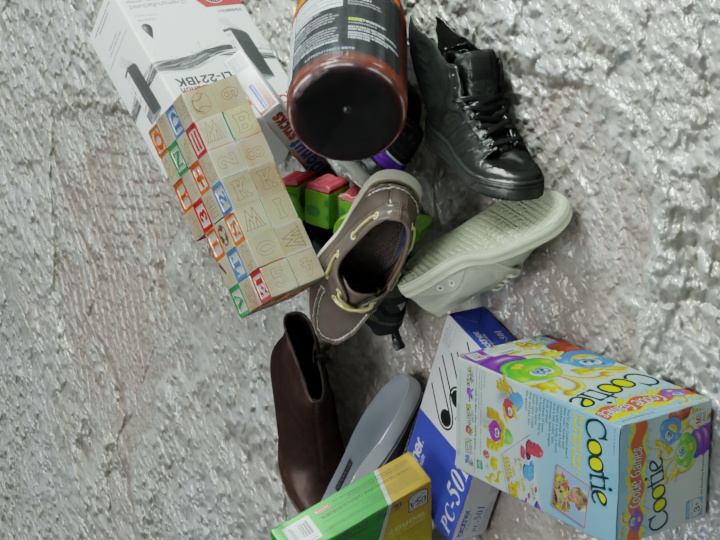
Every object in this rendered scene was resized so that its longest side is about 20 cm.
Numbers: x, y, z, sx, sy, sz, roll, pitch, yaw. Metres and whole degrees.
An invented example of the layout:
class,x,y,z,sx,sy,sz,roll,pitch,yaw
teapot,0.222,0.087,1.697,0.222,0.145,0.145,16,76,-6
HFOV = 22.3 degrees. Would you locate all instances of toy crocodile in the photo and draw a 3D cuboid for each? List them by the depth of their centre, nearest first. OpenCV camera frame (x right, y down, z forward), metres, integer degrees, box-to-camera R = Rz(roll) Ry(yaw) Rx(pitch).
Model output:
class,x,y,z,sx,sy,sz,roll,pitch,yaw
toy crocodile,-0.026,-0.062,1.720,0.199,0.067,0.062,16,118,26

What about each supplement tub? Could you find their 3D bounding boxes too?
class,x,y,z,sx,sy,sz,roll,pitch,yaw
supplement tub,-0.010,-0.193,1.620,0.201,0.106,0.107,-88,13,-51

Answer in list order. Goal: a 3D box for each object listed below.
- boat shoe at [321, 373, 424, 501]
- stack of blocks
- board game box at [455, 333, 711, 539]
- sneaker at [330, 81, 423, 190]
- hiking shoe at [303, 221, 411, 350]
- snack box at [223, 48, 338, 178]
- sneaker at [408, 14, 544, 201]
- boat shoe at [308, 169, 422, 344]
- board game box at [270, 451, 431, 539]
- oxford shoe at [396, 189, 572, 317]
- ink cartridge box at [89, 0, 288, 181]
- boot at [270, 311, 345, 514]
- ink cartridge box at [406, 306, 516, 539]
class,x,y,z,sx,sy,sz,roll,pitch,yaw
boat shoe,0.022,0.195,1.781,0.201,0.066,0.070,-64,21,13
stack of blocks,-0.116,-0.063,1.676,0.201,0.058,0.115,66,154,4
board game box,0.179,0.135,1.501,0.199,0.102,0.106,22,118,51
sneaker,0.011,-0.140,1.701,0.100,0.069,0.200,-49,30,8
hiking shoe,-0.033,0.010,1.776,0.199,0.075,0.101,26,122,43
snack box,-0.071,-0.139,1.737,0.072,0.024,0.200,54,-178,24
sneaker,0.098,-0.141,1.570,0.200,0.060,0.105,44,136,53
boat shoe,0.000,0.000,1.638,0.060,0.071,0.201,-83,17,-48
board game box,-0.004,0.274,1.717,0.040,0.152,0.201,49,158,34
oxford shoe,0.115,-0.013,1.591,0.058,0.075,0.199,44,135,-18
ink cartridge box,-0.166,-0.198,1.864,0.201,0.144,0.084,59,142,25
boot,-0.052,0.154,1.825,0.167,0.072,0.201,98,158,-71
ink cartridge box,0.097,0.142,1.675,0.094,0.044,0.201,47,135,40
